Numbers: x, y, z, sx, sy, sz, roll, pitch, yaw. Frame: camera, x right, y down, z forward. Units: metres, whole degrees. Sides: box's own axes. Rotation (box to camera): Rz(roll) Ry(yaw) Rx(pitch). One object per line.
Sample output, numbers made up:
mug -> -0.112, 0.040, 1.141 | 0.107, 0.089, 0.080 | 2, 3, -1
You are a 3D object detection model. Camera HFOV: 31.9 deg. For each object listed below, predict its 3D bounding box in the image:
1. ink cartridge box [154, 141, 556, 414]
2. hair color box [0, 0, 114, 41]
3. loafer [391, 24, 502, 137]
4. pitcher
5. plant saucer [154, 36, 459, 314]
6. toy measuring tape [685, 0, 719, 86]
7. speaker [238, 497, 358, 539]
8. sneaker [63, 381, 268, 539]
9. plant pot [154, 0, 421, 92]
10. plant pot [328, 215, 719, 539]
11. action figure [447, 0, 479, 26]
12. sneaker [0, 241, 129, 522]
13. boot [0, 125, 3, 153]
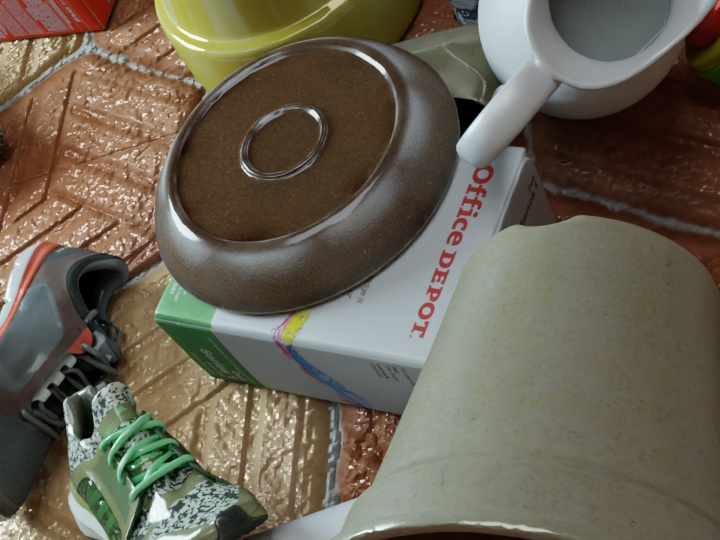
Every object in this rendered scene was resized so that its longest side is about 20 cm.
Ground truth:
ink cartridge box -> 0.000, 0.000, 0.750 | 0.199, 0.084, 0.146 | 8, 62, 31
hair color box -> -0.298, -0.258, 1.086 | 0.198, 0.064, 0.112 | 1, 60, 25
loafer -> 0.007, -0.102, 0.822 | 0.198, 0.076, 0.068 | -18, 46, 14
pitcher -> 0.112, -0.129, 0.708 | 0.121, 0.200, 0.172 | 44, 96, -4
plant saucer -> -0.040, -0.068, 0.742 | 0.199, 0.032, 0.201 | -14, 51, 17
toy measuring tape -> 0.229, -0.170, 0.772 | 0.073, 0.074, 0.201 | -11, 45, 19
speaker -> -0.061, 0.182, 0.659 | 0.199, 0.081, 0.082 | -22, 51, 11
sneaker -> -0.122, 0.108, 0.684 | 0.077, 0.089, 0.199 | -30, 18, -29
plant pot -> -0.075, -0.250, 0.890 | 0.199, 0.189, 0.202 | -12, 53, 17
plant pot -> 0.093, 0.086, 0.570 | 0.199, 0.201, 0.184 | -3, 48, 24
action figure -> 0.099, -0.224, 0.800 | 0.105, 0.194, 0.199 | 42, 46, 18
sneaker -> -0.199, 0.064, 0.813 | 0.081, 0.077, 0.201 | -2, 58, 17
boot -> -0.389, -0.085, 1.007 | 0.204, 0.074, 0.153 | -47, 54, -8
